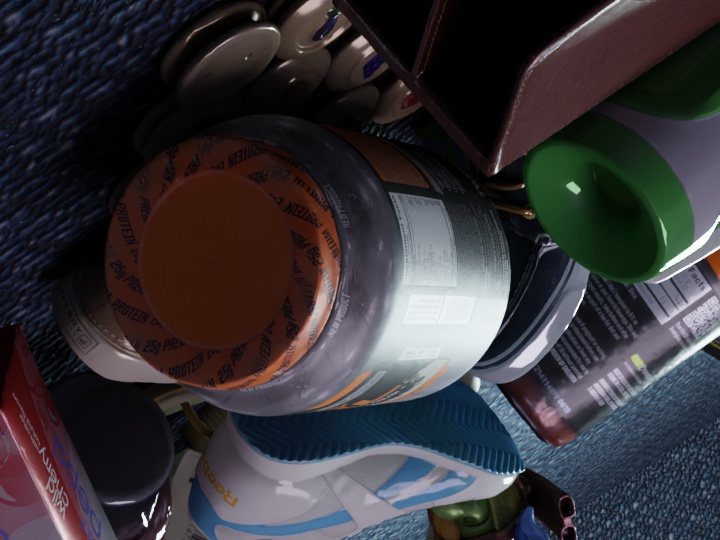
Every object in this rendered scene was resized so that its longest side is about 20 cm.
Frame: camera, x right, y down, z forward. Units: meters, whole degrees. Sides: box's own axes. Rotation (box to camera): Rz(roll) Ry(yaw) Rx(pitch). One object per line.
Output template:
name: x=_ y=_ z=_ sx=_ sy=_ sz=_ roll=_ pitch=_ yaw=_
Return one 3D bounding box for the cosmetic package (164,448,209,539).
cosmetic package: x=-0.112 y=0.177 z=1.119 sx=0.106 sy=0.071 sz=0.200 roll=-66 pitch=-171 yaw=-15

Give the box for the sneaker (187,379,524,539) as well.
sneaker: x=-0.001 y=0.098 z=0.955 sx=0.199 sy=0.077 sz=0.081 roll=5 pitch=132 yaw=-39

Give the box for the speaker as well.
speaker: x=0.158 y=-0.084 z=0.797 sx=0.200 sy=0.088 sz=0.089 roll=-43 pitch=170 yaw=-28

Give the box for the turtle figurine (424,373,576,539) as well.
turtle figurine: x=0.019 y=0.128 z=1.085 sx=0.143 sy=0.195 sz=0.200 roll=30 pitch=129 yaw=-30

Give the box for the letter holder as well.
letter holder: x=0.103 y=-0.154 z=0.697 sx=0.199 sy=0.101 sz=0.142 roll=-34 pitch=163 yaw=-23

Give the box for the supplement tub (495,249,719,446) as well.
supplement tub: x=0.158 y=0.002 z=1.038 sx=0.199 sy=0.107 sz=0.107 roll=-36 pitch=165 yaw=6

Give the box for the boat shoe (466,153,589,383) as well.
boat shoe: x=0.075 y=-0.050 z=0.899 sx=0.091 sy=0.071 sz=0.202 roll=25 pitch=87 yaw=-45

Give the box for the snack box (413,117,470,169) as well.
snack box: x=0.141 y=-0.098 z=1.030 sx=0.199 sy=0.068 sz=0.169 roll=-37 pitch=166 yaw=9

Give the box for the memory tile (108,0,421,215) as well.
memory tile: x=-0.015 y=-0.088 z=0.811 sx=0.199 sy=0.017 sz=0.154 roll=-26 pitch=161 yaw=-33

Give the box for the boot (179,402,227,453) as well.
boot: x=-0.033 y=0.091 z=1.206 sx=0.154 sy=0.074 sz=0.200 roll=-38 pitch=168 yaw=-9

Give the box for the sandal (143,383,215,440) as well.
sandal: x=-0.045 y=0.074 z=1.029 sx=0.198 sy=0.055 sz=0.080 roll=-9 pitch=176 yaw=14

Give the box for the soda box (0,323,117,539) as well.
soda box: x=-0.148 y=0.127 z=0.815 sx=0.069 sy=0.201 sz=0.064 roll=-15 pitch=-149 yaw=7

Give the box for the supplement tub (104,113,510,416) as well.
supplement tub: x=-0.019 y=-0.001 z=0.794 sx=0.122 sy=0.123 sz=0.200 roll=-41 pitch=164 yaw=17

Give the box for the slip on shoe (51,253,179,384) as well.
slip on shoe: x=-0.070 y=0.016 z=0.901 sx=0.060 sy=0.076 sz=0.199 roll=-37 pitch=158 yaw=19

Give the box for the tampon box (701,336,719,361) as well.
tampon box: x=0.269 y=-0.059 z=1.223 sx=0.150 sy=0.126 sz=0.200 roll=-60 pitch=-179 yaw=-36

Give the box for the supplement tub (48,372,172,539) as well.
supplement tub: x=-0.162 y=0.133 z=0.940 sx=0.106 sy=0.107 sz=0.200 roll=-23 pitch=160 yaw=-40

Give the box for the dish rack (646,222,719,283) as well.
dish rack: x=0.156 y=-0.112 z=0.879 sx=0.171 sy=0.043 sz=0.202 roll=-27 pitch=118 yaw=-37
